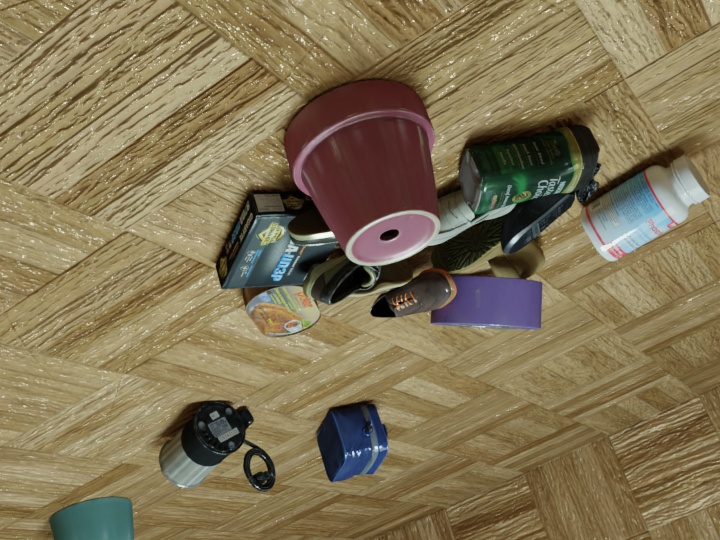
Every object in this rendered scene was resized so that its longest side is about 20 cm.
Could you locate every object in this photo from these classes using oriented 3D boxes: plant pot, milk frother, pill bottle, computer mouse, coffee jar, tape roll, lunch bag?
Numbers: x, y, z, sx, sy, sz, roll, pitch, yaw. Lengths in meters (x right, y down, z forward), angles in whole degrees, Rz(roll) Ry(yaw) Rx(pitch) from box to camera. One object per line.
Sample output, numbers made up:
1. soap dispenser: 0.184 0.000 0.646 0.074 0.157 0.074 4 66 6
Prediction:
1. plant pot: 0.017 -0.114 1.221 0.199 0.180 0.200 -15 154 -7
2. milk frother: -0.295 0.401 1.970 0.180 0.201 0.188 -1 149 -38
3. pill bottle: 0.486 -0.109 1.605 0.199 0.109 0.108 -34 150 28
4. computer mouse: 0.297 -0.105 1.525 0.200 0.053 0.139 -39 163 -2
5. coffee jar: 0.253 -0.152 1.402 0.199 0.086 0.105 -14 153 -10
6. plant pot: -0.642 0.665 2.286 0.199 0.162 0.201 -15 153 -8
7. tape roll: 0.226 0.059 1.687 0.198 0.086 0.200 3 175 0
8. lunch bag: -0.010 0.401 2.219 0.131 0.137 0.200 -7 150 -22

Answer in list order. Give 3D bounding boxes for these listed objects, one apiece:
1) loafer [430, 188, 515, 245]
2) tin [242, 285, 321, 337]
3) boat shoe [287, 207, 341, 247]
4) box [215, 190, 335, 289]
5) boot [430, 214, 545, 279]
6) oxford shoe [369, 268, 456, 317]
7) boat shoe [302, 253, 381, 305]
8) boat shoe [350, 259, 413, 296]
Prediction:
1. loafer: 0.154 -0.096 1.465 0.199 0.070 0.070 -24 161 -11
2. tin: -0.133 0.058 1.607 0.111 0.042 0.200 -16 153 3
3. boat shoe: -0.008 -0.058 1.333 0.200 0.072 0.066 -16 128 -25
4. box: -0.116 -0.045 1.412 0.158 0.046 0.200 -3 149 -28
5. boot: 0.232 -0.017 1.667 0.174 0.067 0.200 -24 154 13
6. oxford shoe: 0.091 0.051 1.629 0.072 0.072 0.200 -29 -179 -35
7. boat shoe: 0.000 0.000 1.481 0.199 0.065 0.074 -33 145 -30
8. boat shoe: -0.004 0.017 1.576 0.199 0.073 0.072 -9 160 -41
